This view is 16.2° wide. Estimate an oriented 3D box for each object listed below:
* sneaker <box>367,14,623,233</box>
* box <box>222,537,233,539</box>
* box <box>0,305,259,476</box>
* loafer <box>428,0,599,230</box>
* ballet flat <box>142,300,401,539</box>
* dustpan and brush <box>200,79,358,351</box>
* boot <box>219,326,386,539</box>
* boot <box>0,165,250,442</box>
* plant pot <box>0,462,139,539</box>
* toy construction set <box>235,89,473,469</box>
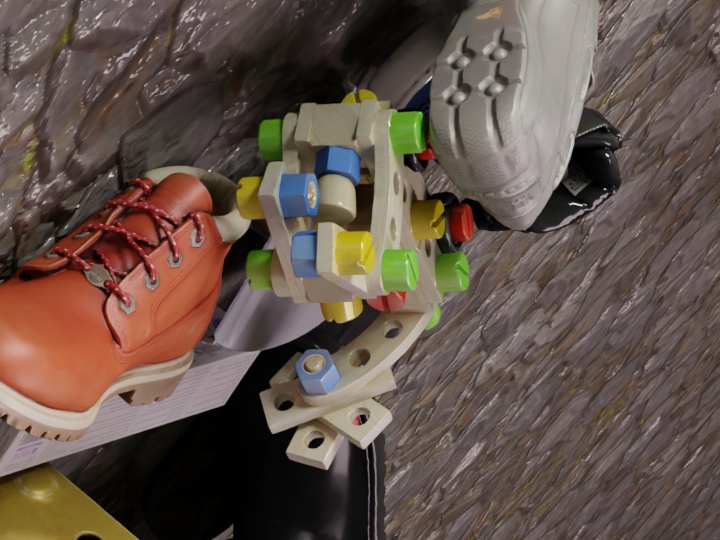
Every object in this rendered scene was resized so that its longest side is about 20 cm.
[{"bbox_3d":[0.080,-0.069,1.239,0.077,0.111,0.200,-44,172,14],"label":"sneaker"},{"bbox_3d":[-0.101,0.176,1.372,0.117,0.048,0.200,-18,172,24],"label":"box"},{"bbox_3d":[-0.117,0.053,1.172,0.041,0.039,0.200,-55,162,24],"label":"box"},{"bbox_3d":[0.072,-0.103,1.134,0.200,0.070,0.070,-73,146,-40],"label":"loafer"},{"bbox_3d":[-0.047,0.070,1.355,0.200,0.066,0.057,-44,-168,18],"label":"ballet flat"},{"bbox_3d":[-0.023,-0.016,1.251,0.140,0.057,0.200,-61,156,-1],"label":"dustpan and brush"},{"bbox_3d":[-0.044,0.144,1.260,0.158,0.079,0.211,-50,133,-56],"label":"boot"},{"bbox_3d":[-0.109,0.005,1.052,0.107,0.075,0.200,-58,169,17],"label":"boot"},{"bbox_3d":[-0.166,0.203,1.141,0.195,0.194,0.200,-28,148,-48],"label":"plant pot"},{"bbox_3d":[0.000,0.000,1.120,0.200,0.092,0.131,88,10,-55],"label":"toy construction set"}]
